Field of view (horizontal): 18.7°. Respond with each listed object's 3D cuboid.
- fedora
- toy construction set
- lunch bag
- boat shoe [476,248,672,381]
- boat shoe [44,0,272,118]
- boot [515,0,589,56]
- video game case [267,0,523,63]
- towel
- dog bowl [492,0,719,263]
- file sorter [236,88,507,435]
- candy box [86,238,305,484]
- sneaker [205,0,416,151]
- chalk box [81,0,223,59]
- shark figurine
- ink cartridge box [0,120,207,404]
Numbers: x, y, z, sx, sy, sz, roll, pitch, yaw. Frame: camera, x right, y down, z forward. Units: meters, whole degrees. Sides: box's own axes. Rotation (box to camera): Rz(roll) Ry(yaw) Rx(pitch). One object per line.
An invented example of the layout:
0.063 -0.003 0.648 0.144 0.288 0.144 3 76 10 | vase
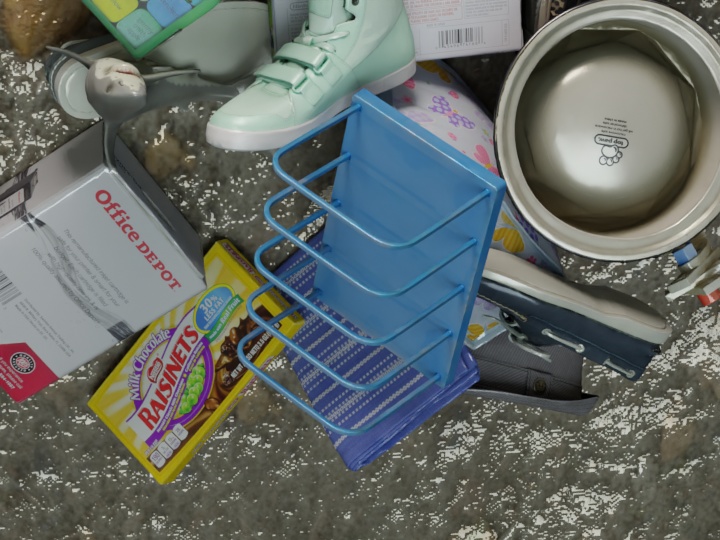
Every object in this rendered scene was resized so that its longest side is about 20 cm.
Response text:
0.115 0.063 1.863 0.199 0.177 0.091 12 90 -18 | fedora
0.251 -0.068 1.786 0.092 0.131 0.201 -18 89 -25 | toy construction set
0.063 -0.067 1.751 0.127 0.170 0.200 -30 124 13 | lunch bag
0.144 0.034 1.686 0.199 0.075 0.062 18 111 -26 | boat shoe
-0.154 -0.175 1.716 0.199 0.062 0.073 -20 121 -20 | boat shoe
0.203 -0.222 1.732 0.153 0.074 0.204 -3 123 -9 | boot
0.024 -0.252 1.689 0.199 0.045 0.182 -7 118 -8 | video game case
0.005 0.050 1.813 0.145 0.200 0.024 -39 148 17 | towel
0.192 -0.109 1.678 0.199 0.074 0.201 -1 96 -9 | dog bowl
0.000 0.000 1.609 0.139 0.123 0.200 34 134 24 | file sorter
-0.143 0.079 1.867 0.102 0.026 0.200 46 112 16 | candy box
-0.045 -0.170 1.617 0.200 0.074 0.119 -32 126 -35 | sneaker
-0.155 -0.249 1.590 0.124 0.200 0.125 -33 119 14 | chalk box
-0.159 -0.118 1.651 0.128 0.214 0.090 15 98 30 | shark figurine
-0.246 -0.006 1.798 0.200 0.083 0.145 -31 120 12 | ink cartridge box
